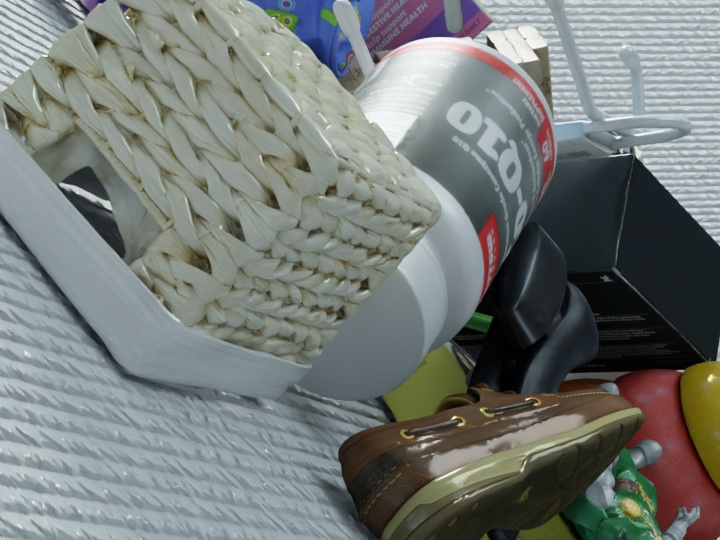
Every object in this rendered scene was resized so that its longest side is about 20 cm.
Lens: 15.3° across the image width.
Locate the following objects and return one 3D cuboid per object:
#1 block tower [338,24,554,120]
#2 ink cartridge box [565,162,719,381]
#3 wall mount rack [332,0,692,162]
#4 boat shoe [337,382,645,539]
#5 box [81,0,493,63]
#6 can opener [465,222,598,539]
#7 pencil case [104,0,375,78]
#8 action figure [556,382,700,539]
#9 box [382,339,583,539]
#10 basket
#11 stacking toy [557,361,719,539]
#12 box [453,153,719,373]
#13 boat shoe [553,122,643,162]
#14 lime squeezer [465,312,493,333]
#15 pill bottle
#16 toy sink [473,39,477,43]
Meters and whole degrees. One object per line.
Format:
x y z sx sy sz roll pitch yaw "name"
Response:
0.017 -0.098 1.595 0.054 0.198 0.058 -118 -162 -61 "block tower"
0.162 0.047 1.725 0.147 0.083 0.201 -25 -83 53 "ink cartridge box"
0.075 -0.102 1.460 0.174 0.199 0.075 19 66 -67 "wall mount rack"
0.065 0.083 1.265 0.068 0.072 0.199 48 34 20 "boat shoe"
-0.052 -0.177 1.656 0.200 0.176 0.097 45 8 -29 "box"
0.074 0.069 1.378 0.079 0.063 0.201 44 44 -27 "can opener"
-0.088 -0.176 1.525 0.199 0.078 0.087 18 -26 2 "pencil case"
0.136 0.118 1.395 0.118 0.055 0.200 51 12 -12 "action figure"
0.079 0.119 1.429 0.075 0.050 0.200 43 11 -44 "box"
-0.061 -0.037 1.147 0.136 0.123 0.200 50 9 14 "basket"
0.199 0.102 1.540 0.146 0.199 0.147 44 33 -39 "stacking toy"
0.098 0.000 1.580 0.141 0.199 0.079 37 58 -50 "box"
0.076 -0.056 1.639 0.068 0.199 0.072 27 63 -56 "boat shoe"
0.000 0.000 1.514 0.070 0.038 0.200 11 17 -49 "lime squeezer"
0.020 -0.027 1.346 0.114 0.114 0.200 47 35 -10 "pill bottle"
0.062 -0.066 1.839 0.200 0.131 0.112 44 -9 -20 "toy sink"
